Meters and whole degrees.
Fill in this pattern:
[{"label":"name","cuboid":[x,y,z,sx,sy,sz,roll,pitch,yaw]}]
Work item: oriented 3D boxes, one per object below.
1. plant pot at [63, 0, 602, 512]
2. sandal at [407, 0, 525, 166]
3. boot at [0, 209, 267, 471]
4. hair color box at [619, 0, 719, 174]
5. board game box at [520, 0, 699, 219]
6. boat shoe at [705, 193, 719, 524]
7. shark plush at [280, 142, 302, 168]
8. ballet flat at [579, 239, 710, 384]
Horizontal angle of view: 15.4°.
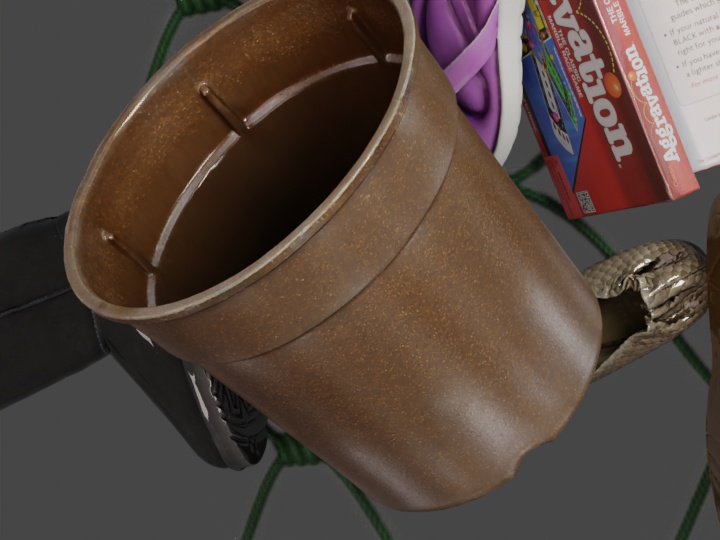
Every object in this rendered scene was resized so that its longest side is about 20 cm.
[{"label":"plant pot","cuboid":[0.000,0.000,1.245,0.200,0.200,0.198,-29,125,23]},{"label":"sandal","cuboid":[0.039,-0.124,1.266,0.082,0.050,0.203,42,141,38]},{"label":"boot","cuboid":[-0.163,0.055,1.403,0.200,0.066,0.165,-22,87,19]},{"label":"hair color box","cuboid":[0.168,-0.158,1.241,0.111,0.064,0.200,-19,98,24]},{"label":"board game box","cuboid":[0.093,-0.123,1.263,0.103,0.019,0.200,-11,103,65]},{"label":"boat shoe","cuboid":[0.206,0.057,1.276,0.069,0.074,0.200,-6,112,-7]},{"label":"shark plush","cuboid":[-0.045,-0.154,1.303,0.091,0.083,0.200,18,108,14]},{"label":"ballet flat","cuboid":[0.088,0.045,1.326,0.200,0.046,0.067,-29,92,23]}]
